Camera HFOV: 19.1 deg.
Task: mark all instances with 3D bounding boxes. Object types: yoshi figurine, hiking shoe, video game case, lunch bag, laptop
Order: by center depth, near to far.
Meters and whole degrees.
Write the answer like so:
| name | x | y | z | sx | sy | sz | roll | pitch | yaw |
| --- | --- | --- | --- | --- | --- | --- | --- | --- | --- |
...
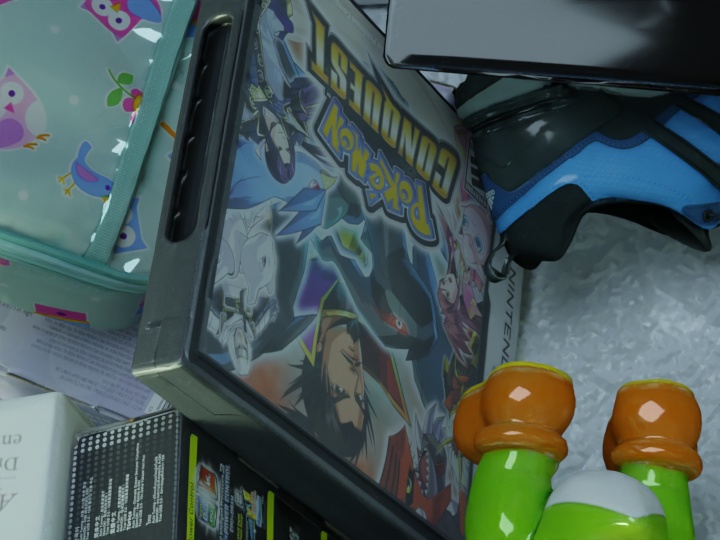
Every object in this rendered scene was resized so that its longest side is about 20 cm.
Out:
| name | x | y | z | sx | sy | sz | roll | pitch | yaw |
| --- | --- | --- | --- | --- | --- | --- | --- | --- | --- |
| yoshi figurine | 0.070 | 0.140 | 0.713 | 0.112 | 0.112 | 0.200 | -16 | 55 | 31 |
| video game case | 0.000 | 0.000 | 0.764 | 0.025 | 0.200 | 0.181 | -12 | 55 | 30 |
| hiking shoe | 0.138 | -0.052 | 0.827 | 0.200 | 0.074 | 0.087 | -10 | 88 | -4 |
| laptop | 0.110 | -0.153 | 0.834 | 0.187 | 0.116 | 0.200 | 5 | 21 | 2 |
| lunch bag | -0.115 | -0.085 | 0.840 | 0.160 | 0.077 | 0.200 | 19 | 66 | -9 |

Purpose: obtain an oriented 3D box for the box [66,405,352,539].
| name | x | y | z | sx | sy | sz | roll | pitch | yaw |
| --- | --- | --- | --- | --- | --- | --- | --- | --- | --- |
| box | -0.037 | 0.167 | 0.694 | 0.044 | 0.160 | 0.200 | -17 | 55 | 24 |

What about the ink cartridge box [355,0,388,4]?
| name | x | y | z | sx | sy | sz | roll | pitch | yaw |
| --- | --- | --- | --- | --- | --- | --- | --- | --- | --- |
| ink cartridge box | 0.010 | -0.225 | 0.970 | 0.146 | 0.084 | 0.200 | 1 | 60 | 21 |

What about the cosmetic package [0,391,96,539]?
| name | x | y | z | sx | sy | sz | roll | pitch | yaw |
| --- | --- | --- | --- | --- | --- | --- | --- | --- | --- |
| cosmetic package | -0.152 | 0.173 | 0.732 | 0.167 | 0.166 | 0.200 | -7 | 57 | 16 |

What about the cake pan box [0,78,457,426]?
| name | x | y | z | sx | sy | sz | roll | pitch | yaw |
| --- | --- | --- | --- | --- | --- | --- | --- | --- | --- |
| cake pan box | -0.071 | -0.015 | 0.891 | 0.200 | 0.052 | 0.184 | 17 | 69 | 28 |
